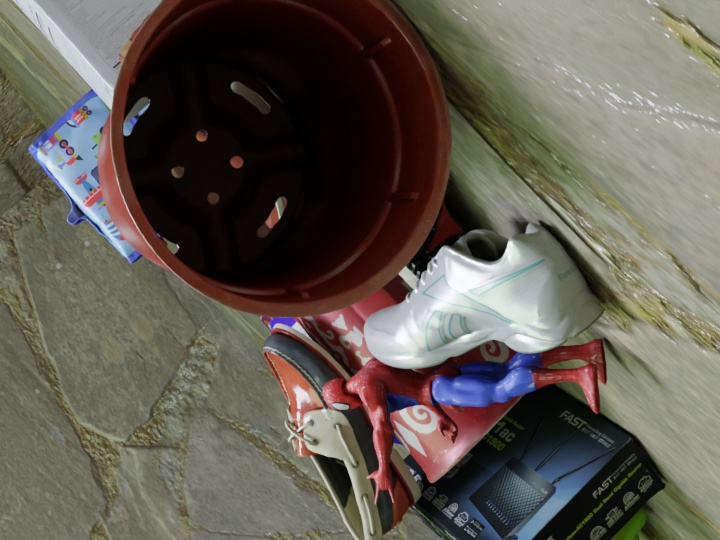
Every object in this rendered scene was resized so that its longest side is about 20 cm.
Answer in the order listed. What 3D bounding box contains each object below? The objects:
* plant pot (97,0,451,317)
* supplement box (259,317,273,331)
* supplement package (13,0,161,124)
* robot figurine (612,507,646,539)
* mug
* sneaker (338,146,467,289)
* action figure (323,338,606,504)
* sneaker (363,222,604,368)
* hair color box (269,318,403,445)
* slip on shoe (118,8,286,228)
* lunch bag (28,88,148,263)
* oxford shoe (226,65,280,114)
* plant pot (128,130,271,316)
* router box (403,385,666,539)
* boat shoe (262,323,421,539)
[{"bbox_3d":[-0.072,-0.072,0.944,0.201,0.201,0.195,49,164,-12],"label":"plant pot"},{"bbox_3d":[-0.066,0.027,1.733,0.200,0.103,0.131,48,173,3],"label":"supplement box"},{"bbox_3d":[-0.229,-0.246,1.307,0.200,0.114,0.110,48,170,5],"label":"supplement package"},{"bbox_3d":[0.170,0.241,1.376,0.175,0.117,0.199,5,163,47],"label":"robot figurine"},{"bbox_3d":[0.041,0.041,1.208,0.200,0.133,0.178,46,153,6],"label":"mug"},{"bbox_3d":[0.023,-0.045,1.094,0.093,0.070,0.200,31,165,46],"label":"sneaker"},{"bbox_3d":[0.071,0.103,1.070,0.065,0.198,0.100,-53,-42,-63],"label":"action figure"},{"bbox_3d":[0.071,0.014,1.025,0.199,0.070,0.081,-15,108,47],"label":"sneaker"},{"bbox_3d":[0.022,0.091,1.355,0.199,0.065,0.110,18,-142,-42],"label":"hair color box"},{"bbox_3d":[-0.115,-0.108,1.187,0.201,0.061,0.074,55,177,-24],"label":"slip on shoe"},{"bbox_3d":[-0.211,-0.116,1.491,0.151,0.200,0.094,47,172,0],"label":"lunch bag"},{"bbox_3d":[-0.053,-0.101,1.117,0.201,0.084,0.073,61,-152,-31],"label":"oxford shoe"},{"bbox_3d":[-0.110,-0.067,1.356,0.202,0.092,0.201,54,-177,-4],"label":"plant pot"},{"bbox_3d":[0.130,0.172,1.259,0.062,0.150,0.200,52,169,-29],"label":"router box"},{"bbox_3d":[-0.023,0.131,1.221,0.071,0.063,0.201,12,139,57],"label":"boat shoe"}]
